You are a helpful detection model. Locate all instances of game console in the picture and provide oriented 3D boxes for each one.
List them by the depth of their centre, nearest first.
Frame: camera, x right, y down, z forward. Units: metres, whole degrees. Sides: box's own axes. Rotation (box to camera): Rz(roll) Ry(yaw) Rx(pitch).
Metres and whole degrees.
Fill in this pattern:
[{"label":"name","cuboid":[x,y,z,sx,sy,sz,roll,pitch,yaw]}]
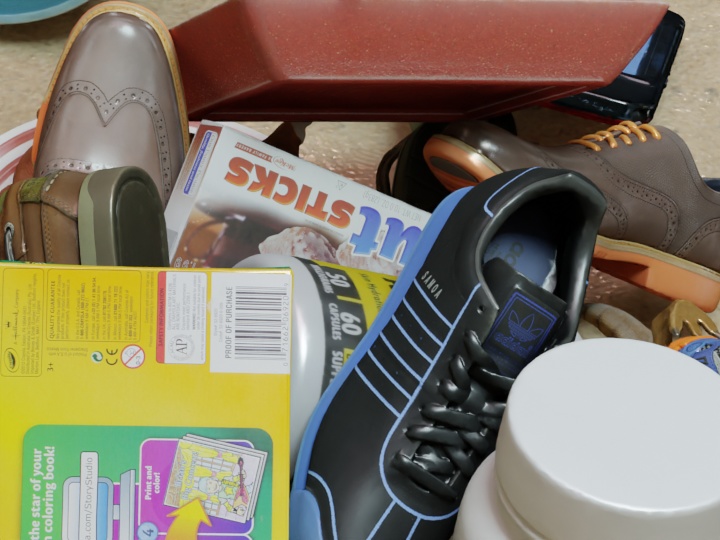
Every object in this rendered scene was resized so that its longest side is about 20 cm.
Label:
[{"label":"game console","cuboid":[0.094,-0.173,1.458,0.172,0.119,0.200,15,22,7]}]

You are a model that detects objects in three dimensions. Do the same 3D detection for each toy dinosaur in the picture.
[{"label":"toy dinosaur","cuboid":[0.142,0.054,1.257,0.060,0.106,0.200,-5,48,-30]}]

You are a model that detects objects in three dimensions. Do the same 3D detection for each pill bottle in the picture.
[{"label":"pill bottle","cuboid":[0.088,0.131,1.065,0.113,0.200,0.113,6,40,-5]},{"label":"pill bottle","cuboid":[0.033,0.062,1.188,0.200,0.111,0.111,11,36,-28]}]

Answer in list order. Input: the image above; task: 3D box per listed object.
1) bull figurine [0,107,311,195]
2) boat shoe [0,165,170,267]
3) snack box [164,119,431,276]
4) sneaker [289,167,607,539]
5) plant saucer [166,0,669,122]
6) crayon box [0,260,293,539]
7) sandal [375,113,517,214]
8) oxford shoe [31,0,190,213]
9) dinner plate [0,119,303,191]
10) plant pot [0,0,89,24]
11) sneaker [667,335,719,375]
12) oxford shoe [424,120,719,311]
[{"label":"bull figurine","cuboid":[-0.070,-0.037,1.311,0.200,0.065,0.121,11,35,-3]},{"label":"boat shoe","cuboid":[-0.116,0.058,1.137,0.068,0.072,0.200,-5,78,22]},{"label":"snack box","cuboid":[0.000,0.000,1.240,0.200,0.072,0.024,22,-2,-33]},{"label":"sneaker","cuboid":[0.036,0.044,1.083,0.070,0.078,0.200,31,68,-21]},{"label":"plant saucer","cuboid":[0.010,-0.093,1.248,0.199,0.037,0.200,-1,-2,-20]},{"label":"crayon box","cuboid":[-0.087,0.098,1.056,0.119,0.058,0.200,2,81,-5]},{"label":"sandal","cuboid":[0.043,-0.044,1.385,0.080,0.057,0.201,39,21,-14]},{"label":"oxford shoe","cuboid":[-0.114,-0.018,1.203,0.071,0.200,0.073,6,6,-2]},{"label":"dinner plate","cuboid":[-0.103,-0.015,1.344,0.200,0.024,0.200,6,40,-5]},{"label":"plant pot","cuboid":[-0.178,-0.257,1.504,0.200,0.200,0.188,14,24,6]},{"label":"sneaker","cuboid":[0.196,0.111,1.159,0.075,0.078,0.200,-41,94,-22]},{"label":"oxford shoe","cuboid":[0.108,-0.043,1.300,0.200,0.073,0.071,22,2,-45]}]
